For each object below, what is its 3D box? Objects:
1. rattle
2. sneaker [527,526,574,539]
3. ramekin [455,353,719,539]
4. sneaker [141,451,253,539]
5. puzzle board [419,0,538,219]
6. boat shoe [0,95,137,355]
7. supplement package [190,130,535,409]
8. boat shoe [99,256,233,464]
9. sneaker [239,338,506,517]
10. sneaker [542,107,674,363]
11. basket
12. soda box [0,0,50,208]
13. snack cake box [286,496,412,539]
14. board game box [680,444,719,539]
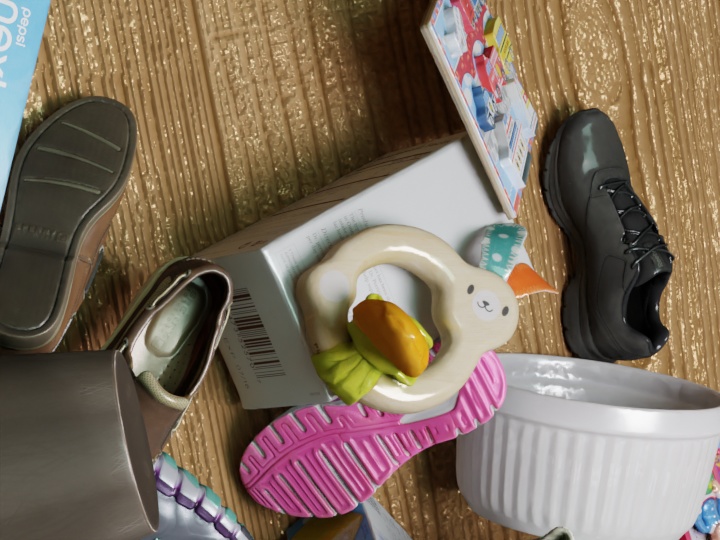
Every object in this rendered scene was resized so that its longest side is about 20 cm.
[{"bbox_3d":[0.070,0.010,1.521,0.200,0.143,0.130,-12,66,-25],"label":"rattle"},{"bbox_3d":[0.121,0.209,1.585,0.077,0.089,0.200,55,23,15],"label":"sneaker"},{"bbox_3d":[0.162,0.130,1.710,0.200,0.200,0.105,3,98,-36],"label":"ramekin"},{"bbox_3d":[-0.156,0.156,1.559,0.200,0.074,0.088,45,76,-16],"label":"sneaker"},{"bbox_3d":[0.091,-0.139,1.679,0.151,0.017,0.200,64,18,-17],"label":"puzzle board"},{"bbox_3d":[-0.200,-0.023,1.520,0.072,0.068,0.200,19,57,4],"label":"boat shoe"},{"bbox_3d":[0.000,0.000,1.626,0.200,0.117,0.117,-29,100,-32],"label":"supplement package"},{"bbox_3d":[-0.142,0.078,1.484,0.075,0.075,0.202,29,76,-20],"label":"boat shoe"},{"bbox_3d":[0.010,0.106,1.641,0.200,0.088,0.081,-26,97,7],"label":"sneaker"},{"bbox_3d":[0.198,-0.026,1.794,0.076,0.091,0.200,-16,99,-33],"label":"sneaker"},{"bbox_3d":[-0.229,0.121,1.399,0.200,0.136,0.180,-13,98,1],"label":"basket"},{"bbox_3d":[-0.258,-0.087,1.474,0.068,0.064,0.200,18,80,-35],"label":"soda box"},{"bbox_3d":[0.020,0.236,1.594,0.067,0.200,0.115,-39,110,5],"label":"snack cake box"},{"bbox_3d":[0.283,0.196,1.890,0.200,0.039,0.158,25,76,-34],"label":"board game box"}]
